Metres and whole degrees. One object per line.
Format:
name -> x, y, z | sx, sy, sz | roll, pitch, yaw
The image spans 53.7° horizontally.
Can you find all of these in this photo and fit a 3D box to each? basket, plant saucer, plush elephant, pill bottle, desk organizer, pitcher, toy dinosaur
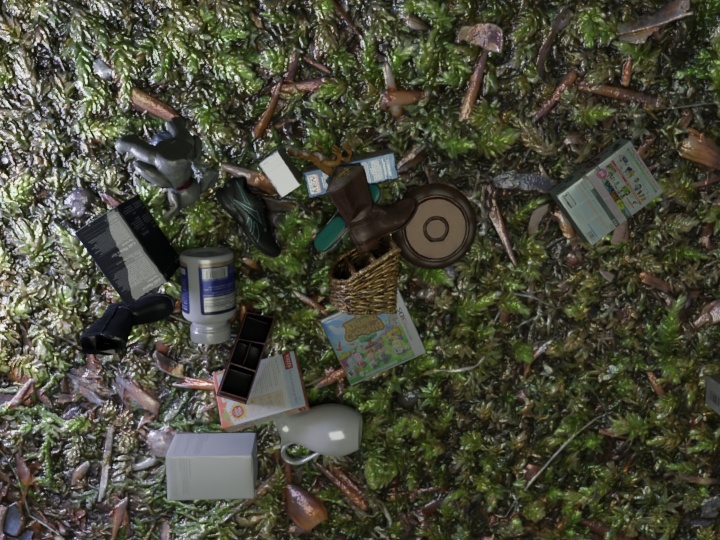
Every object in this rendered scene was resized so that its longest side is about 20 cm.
basket -> 0.000, 0.000, 1.551 | 0.142, 0.200, 0.150 | 0, 105, -8
plant saucer -> 0.170, -0.098, 1.627 | 0.199, 0.032, 0.201 | -1, 103, -4
plush elephant -> -0.393, -0.205, 1.517 | 0.200, 0.165, 0.155 | 37, 141, 20
pill bottle -> -0.339, 0.056, 1.587 | 0.119, 0.120, 0.201 | 0, 104, -3
desk organizer -> -0.256, 0.192, 1.600 | 0.071, 0.077, 0.201 | 19, 71, -8
pitcher -> -0.098, 0.396, 1.695 | 0.199, 0.121, 0.172 | 2, 119, 7
toy dinosaur -> -0.058, -0.214, 1.478 | 0.200, 0.061, 0.106 | 37, 130, -15

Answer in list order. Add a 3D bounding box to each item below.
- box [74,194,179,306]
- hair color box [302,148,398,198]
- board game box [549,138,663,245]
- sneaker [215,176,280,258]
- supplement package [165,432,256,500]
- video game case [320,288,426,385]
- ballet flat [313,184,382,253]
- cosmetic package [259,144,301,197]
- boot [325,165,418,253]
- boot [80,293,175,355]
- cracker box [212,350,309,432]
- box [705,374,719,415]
box -> -0.484, -0.047, 1.511 | 0.104, 0.200, 0.182 | -32, 103, 3
hair color box -> -0.023, -0.213, 1.551 | 0.199, 0.100, 0.061 | -12, 105, 0
board game box -> 0.556, -0.178, 1.614 | 0.200, 0.064, 0.148 | -37, 104, 7
sneaker -> -0.234, -0.116, 1.575 | 0.079, 0.075, 0.200 | -37, 103, 3
supplement package -> -0.348, 0.463, 1.686 | 0.199, 0.117, 0.118 | 0, 103, -3
video game case -> 0.031, 0.154, 1.683 | 0.199, 0.022, 0.183 | -24, 104, 3
ballet flat -> -0.024, -0.117, 1.593 | 0.200, 0.074, 0.074 | -42, 102, 11
cosmetic package -> -0.166, -0.211, 1.491 | 0.051, 0.200, 0.083 | -35, 103, 4
boot -> 0.027, -0.159, 1.492 | 0.186, 0.064, 0.200 | -42, 131, -18
boot -> -0.502, 0.116, 1.549 | 0.164, 0.200, 0.066 | -13, 104, 0
cracker box -> -0.229, 0.281, 1.647 | 0.199, 0.058, 0.134 | -16, 66, 1
box -> 0.963, 0.299, 1.740 | 0.199, 0.095, 0.078 | -5, 104, -1
